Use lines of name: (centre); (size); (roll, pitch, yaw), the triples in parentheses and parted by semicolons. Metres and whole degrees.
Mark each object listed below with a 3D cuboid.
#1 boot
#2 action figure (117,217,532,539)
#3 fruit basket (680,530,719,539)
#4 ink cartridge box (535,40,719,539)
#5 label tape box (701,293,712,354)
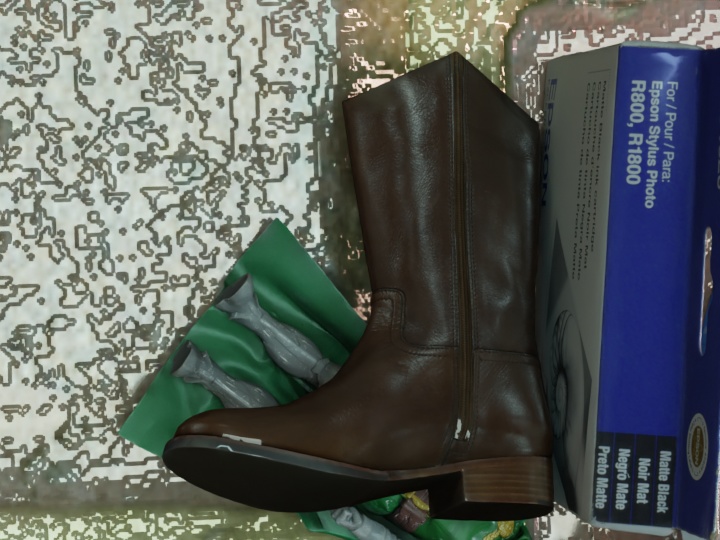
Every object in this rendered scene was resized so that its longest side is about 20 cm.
boot: (0.000, 0.000, 1.215); (0.186, 0.064, 0.200); (9, 70, -31)
action figure: (0.008, 0.083, 1.267); (0.200, 0.055, 0.118); (38, 83, -12)
fruit basket: (0.234, 0.105, 1.244); (0.200, 0.185, 0.094); (9, 130, -12)
ink cartridge box: (0.109, 0.005, 1.203); (0.041, 0.200, 0.200); (3, 91, -9)
label tape box: (0.217, -0.001, 1.246); (0.200, 0.144, 0.063); (-10, 93, -8)
